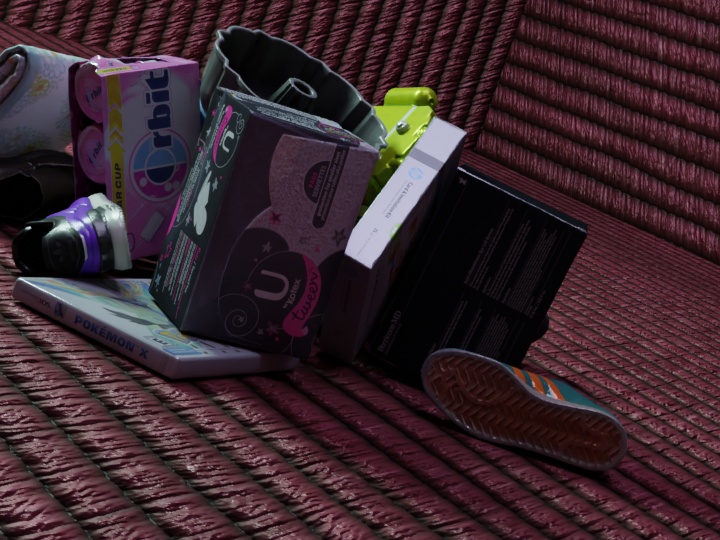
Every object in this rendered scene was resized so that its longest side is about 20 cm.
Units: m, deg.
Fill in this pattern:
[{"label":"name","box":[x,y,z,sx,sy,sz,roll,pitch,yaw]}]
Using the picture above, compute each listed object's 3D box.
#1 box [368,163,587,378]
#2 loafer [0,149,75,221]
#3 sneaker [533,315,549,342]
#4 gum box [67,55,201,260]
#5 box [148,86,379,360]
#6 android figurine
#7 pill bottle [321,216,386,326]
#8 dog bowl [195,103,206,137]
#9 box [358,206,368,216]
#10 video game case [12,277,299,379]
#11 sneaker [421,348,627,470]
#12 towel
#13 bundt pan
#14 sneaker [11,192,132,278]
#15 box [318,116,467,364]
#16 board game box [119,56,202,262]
[{"label":"box","box":[0.115,0.017,1.668,0.141,0.201,0.079,27,10,3]},{"label":"loafer","box":[-0.344,-0.077,1.760,0.071,0.073,0.200,32,23,32]},{"label":"sneaker","box":[0.149,0.075,1.878,0.200,0.075,0.085,-5,30,-47]},{"label":"gum box","box":[-0.221,-0.117,1.703,0.113,0.201,0.066,-14,21,-38]},{"label":"box","box":[-0.085,-0.040,1.510,0.132,0.201,0.115,15,12,-25]},{"label":"android figurine","box":[0.012,-0.123,1.793,0.041,0.182,0.200,52,-20,-23]},{"label":"pill bottle","box":[0.000,0.000,1.812,0.116,0.116,0.200,25,14,31]},{"label":"dog bowl","box":[-0.152,-0.085,1.760,0.049,0.201,0.111,-15,1,-38]},{"label":"box","box":[-0.088,-0.061,1.878,0.200,0.048,0.122,-29,34,-24]},{"label":"video game case","box":[-0.175,0.047,1.506,0.182,0.022,0.200,24,11,26]},{"label":"sneaker","box":[0.147,0.126,1.578,0.199,0.072,0.080,24,5,-1]},{"label":"towel","box":[-0.361,-0.154,1.793,0.048,0.200,0.171,54,20,14]},{"label":"bundt pan","box":[-0.075,-0.152,1.701,0.201,0.076,0.202,28,25,-14]},{"label":"sneaker","box":[-0.277,-0.028,1.594,0.099,0.070,0.200,-13,6,-16]},{"label":"box","box":[0.030,-0.030,1.652,0.041,0.156,0.200,28,54,12]},{"label":"board game box","box":[-0.218,-0.112,1.804,0.120,0.201,0.032,13,-12,-20]}]
